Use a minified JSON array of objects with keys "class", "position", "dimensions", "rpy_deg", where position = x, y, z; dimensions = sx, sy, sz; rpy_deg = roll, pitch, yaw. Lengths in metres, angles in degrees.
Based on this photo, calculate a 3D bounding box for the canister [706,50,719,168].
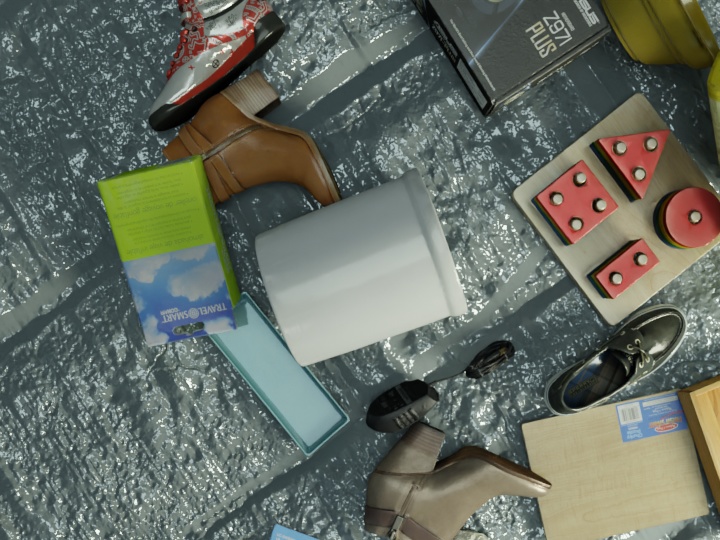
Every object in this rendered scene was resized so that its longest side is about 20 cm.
[{"class":"canister","position":[0.439,-0.143,1.043],"dimensions":[0.086,0.149,0.202],"rpy_deg":[1,128,34]}]

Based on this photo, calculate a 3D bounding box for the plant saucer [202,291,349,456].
[{"class":"plant saucer","position":[-0.101,0.123,1.148],"dimensions":[0.070,0.019,0.201],"rpy_deg":[-40,90,0]}]

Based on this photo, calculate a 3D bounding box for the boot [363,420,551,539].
[{"class":"boot","position":[0.105,0.273,1.118],"dimensions":[0.198,0.070,0.148],"rpy_deg":[23,88,10]}]

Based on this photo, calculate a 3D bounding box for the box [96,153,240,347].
[{"class":"box","position":[-0.217,-0.022,1.110],"dimensions":[0.120,0.048,0.203],"rpy_deg":[-11,105,10]}]

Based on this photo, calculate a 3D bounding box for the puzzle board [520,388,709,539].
[{"class":"puzzle board","position":[0.303,0.236,1.143],"dimensions":[0.197,0.017,0.153],"rpy_deg":[-13,88,0]}]

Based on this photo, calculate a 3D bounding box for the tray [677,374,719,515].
[{"class":"tray","position":[0.454,0.222,1.125],"dimensions":[0.097,0.037,0.203],"rpy_deg":[-19,90,-10]}]

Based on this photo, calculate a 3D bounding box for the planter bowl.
[{"class":"planter bowl","position":[0.329,-0.299,1.087],"dimensions":[0.083,0.200,0.202],"rpy_deg":[-28,89,28]}]

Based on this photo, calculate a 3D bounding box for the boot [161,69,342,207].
[{"class":"boot","position":[-0.127,-0.118,1.121],"dimensions":[0.155,0.077,0.201],"rpy_deg":[-38,87,-1]}]

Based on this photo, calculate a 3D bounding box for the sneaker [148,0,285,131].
[{"class":"sneaker","position":[-0.195,-0.264,1.132],"dimensions":[0.201,0.067,0.108],"rpy_deg":[-41,88,-3]}]

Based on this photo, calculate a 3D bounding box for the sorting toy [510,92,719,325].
[{"class":"sorting toy","position":[0.315,-0.074,1.120],"dimensions":[0.198,0.070,0.201],"rpy_deg":[-38,89,0]}]

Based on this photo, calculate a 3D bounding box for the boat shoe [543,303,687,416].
[{"class":"boat shoe","position":[0.305,0.108,1.119],"dimensions":[0.199,0.057,0.069],"rpy_deg":[-34,88,-5]}]

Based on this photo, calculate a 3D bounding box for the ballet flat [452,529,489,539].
[{"class":"ballet flat","position":[0.152,0.403,1.118],"dimensions":[0.071,0.072,0.203],"rpy_deg":[-16,88,0]}]

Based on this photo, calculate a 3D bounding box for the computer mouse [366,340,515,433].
[{"class":"computer mouse","position":[0.097,0.140,1.133],"dimensions":[0.198,0.059,0.034],"rpy_deg":[-26,111,-4]}]

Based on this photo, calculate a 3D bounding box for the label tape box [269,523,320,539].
[{"class":"label tape box","position":[-0.071,0.423,1.121],"dimensions":[0.142,0.063,0.203],"rpy_deg":[19,90,0]}]

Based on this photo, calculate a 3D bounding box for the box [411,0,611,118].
[{"class":"box","position":[0.165,-0.311,1.117],"dimensions":[0.163,0.086,0.201],"rpy_deg":[-32,89,-1]}]

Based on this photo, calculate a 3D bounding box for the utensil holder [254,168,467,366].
[{"class":"utensil holder","position":[0.000,0.000,1.078],"dimensions":[0.198,0.170,0.172],"rpy_deg":[-20,89,3]}]
